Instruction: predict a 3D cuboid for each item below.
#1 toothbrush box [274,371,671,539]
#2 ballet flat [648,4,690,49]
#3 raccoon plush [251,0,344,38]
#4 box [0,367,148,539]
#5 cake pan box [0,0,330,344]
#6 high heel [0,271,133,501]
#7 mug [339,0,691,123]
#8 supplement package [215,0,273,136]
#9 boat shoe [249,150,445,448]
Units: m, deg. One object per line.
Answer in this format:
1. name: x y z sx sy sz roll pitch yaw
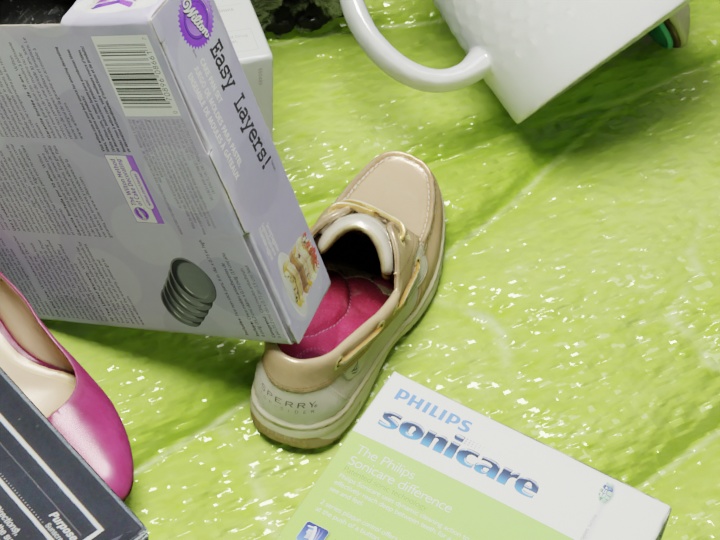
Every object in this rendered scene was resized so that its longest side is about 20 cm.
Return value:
1. toothbrush box: 0.027 0.164 0.750 0.145 0.086 0.200 24 52 16
2. ballet flat: 0.166 -0.225 1.111 0.069 0.070 0.200 -22 55 -23
3. raccoon plush: -0.041 -0.236 1.029 0.096 0.200 0.135 -2 68 -13
4. box: -0.224 0.131 0.732 0.198 0.124 0.200 -33 60 -28
5. cake pan box: -0.128 -0.056 0.822 0.183 0.201 0.052 1 42 31
6. high heel: -0.183 0.035 0.833 0.067 0.096 0.200 -41 59 -19
7. mug: 0.080 -0.184 0.987 0.199 0.148 0.176 -35 90 -11
8. supplement package: -0.130 -0.135 0.979 0.116 0.118 0.201 -12 51 -13
9. boat shoe: 0.000 0.000 0.903 0.073 0.069 0.201 16 49 9
